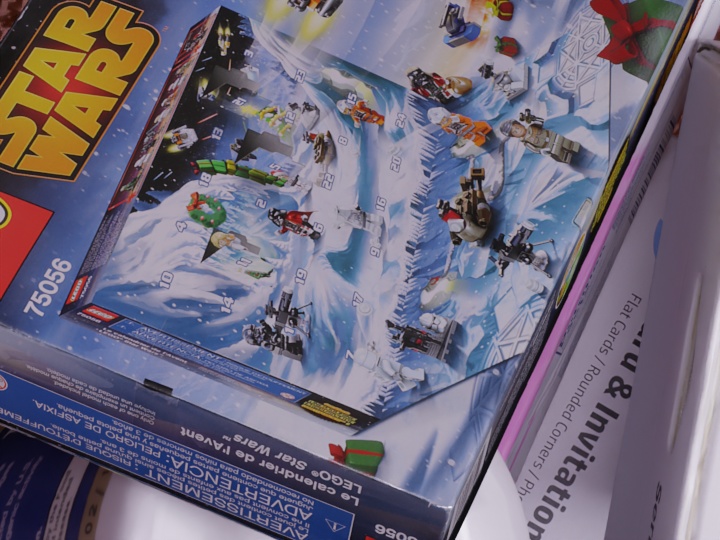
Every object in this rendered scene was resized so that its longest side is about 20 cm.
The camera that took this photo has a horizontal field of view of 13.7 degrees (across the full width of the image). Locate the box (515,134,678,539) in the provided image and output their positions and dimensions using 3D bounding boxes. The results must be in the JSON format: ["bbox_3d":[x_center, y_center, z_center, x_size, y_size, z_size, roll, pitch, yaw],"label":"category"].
[{"bbox_3d":[0.000,0.000,0.852,0.199,0.041,0.156,31,90,-5],"label":"box"}]

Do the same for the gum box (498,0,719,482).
[{"bbox_3d":[0.023,-0.045,0.788,0.113,0.066,0.201,24,90,9],"label":"gum box"}]

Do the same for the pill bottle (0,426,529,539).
[{"bbox_3d":[-0.054,0.082,0.750,0.111,0.200,0.112,6,79,-30],"label":"pill bottle"}]

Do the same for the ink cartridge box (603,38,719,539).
[{"bbox_3d":[0.171,0.031,0.740,0.199,0.088,0.146,7,101,-8],"label":"ink cartridge box"}]

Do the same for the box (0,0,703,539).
[{"bbox_3d":[-0.009,-0.035,0.682,0.136,0.040,0.200,22,52,8],"label":"box"}]
